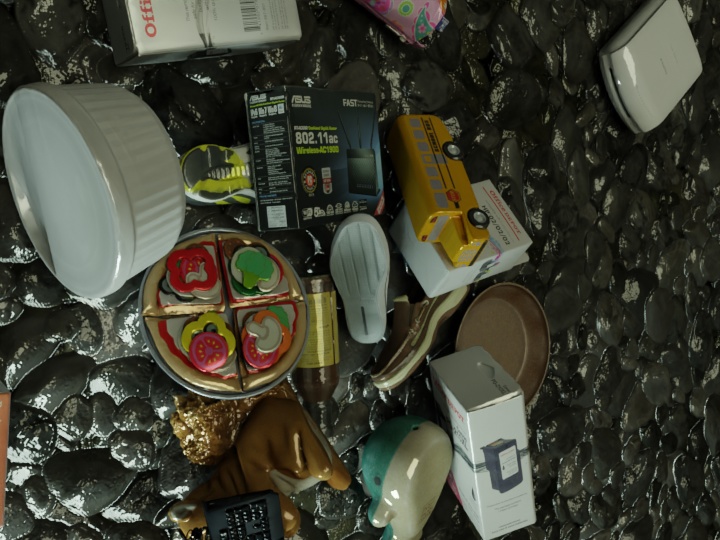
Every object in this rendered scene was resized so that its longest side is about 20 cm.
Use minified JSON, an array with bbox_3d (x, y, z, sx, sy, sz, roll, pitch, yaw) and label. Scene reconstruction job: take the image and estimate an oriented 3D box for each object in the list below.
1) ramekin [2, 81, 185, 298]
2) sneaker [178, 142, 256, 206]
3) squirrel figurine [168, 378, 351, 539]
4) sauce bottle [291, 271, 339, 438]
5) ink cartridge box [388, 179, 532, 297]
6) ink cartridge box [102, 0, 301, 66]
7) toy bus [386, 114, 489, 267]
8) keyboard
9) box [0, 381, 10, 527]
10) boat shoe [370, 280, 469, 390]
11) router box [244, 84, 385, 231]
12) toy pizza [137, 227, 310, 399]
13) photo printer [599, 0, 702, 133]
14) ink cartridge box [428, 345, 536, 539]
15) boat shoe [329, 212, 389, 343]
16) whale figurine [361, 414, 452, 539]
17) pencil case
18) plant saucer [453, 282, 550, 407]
[{"bbox_3d":[-0.251,-0.084,0.736,0.093,0.200,0.207,-27,108,-43],"label":"ramekin"},{"bbox_3d":[-0.149,-0.111,0.876,0.198,0.083,0.076,-3,91,-56],"label":"sneaker"},{"bbox_3d":[-0.137,0.218,0.876,0.185,0.142,0.202,-35,76,-3],"label":"squirrel figurine"},{"bbox_3d":[-0.057,0.106,0.952,0.064,0.064,0.205,-5,95,-34],"label":"sauce bottle"},{"bbox_3d":[0.152,-0.051,1.054,0.197,0.068,0.116,-18,65,-33],"label":"ink cartridge box"},{"bbox_3d":[-0.177,-0.310,0.835,0.197,0.083,0.149,-17,102,-33],"label":"ink cartridge box"},{"bbox_3d":[0.098,-0.103,0.980,0.077,0.065,0.203,-2,58,-22],"label":"toy bus"},{"bbox_3d":[-0.127,0.301,0.796,0.102,0.040,0.203,-9,134,-9],"label":"keyboard"},{"bbox_3d":[-0.425,0.165,0.681,0.196,0.097,0.128,3,91,-35],"label":"box"},{"bbox_3d":[0.066,0.066,1.038,0.075,0.074,0.203,47,60,-15],"label":"boat shoe"},{"bbox_3d":[-0.047,-0.132,0.903,0.199,0.061,0.154,-17,102,-58],"label":"router box"},{"bbox_3d":[-0.146,0.041,0.856,0.196,0.032,0.205,10,63,-20],"label":"toy pizza"},{"bbox_3d":[0.487,-0.346,1.299,0.200,0.069,0.168,-45,115,-24],"label":"photo printer"},{"bbox_3d":[0.162,0.227,1.033,0.082,0.145,0.204,-15,112,-11],"label":"ink cartridge box"},{"bbox_3d":[0.000,0.000,0.952,0.072,0.068,0.203,3,133,3],"label":"boat shoe"},{"bbox_3d":[0.051,0.287,1.030,0.158,0.102,0.204,-27,131,-46],"label":"whale figurine"},{"bbox_3d":[0.021,-0.365,0.970,0.198,0.087,0.089,26,78,-34],"label":"pencil case"},{"bbox_3d":[0.205,0.119,1.150,0.197,0.036,0.206,-3,95,-34],"label":"plant saucer"}]
